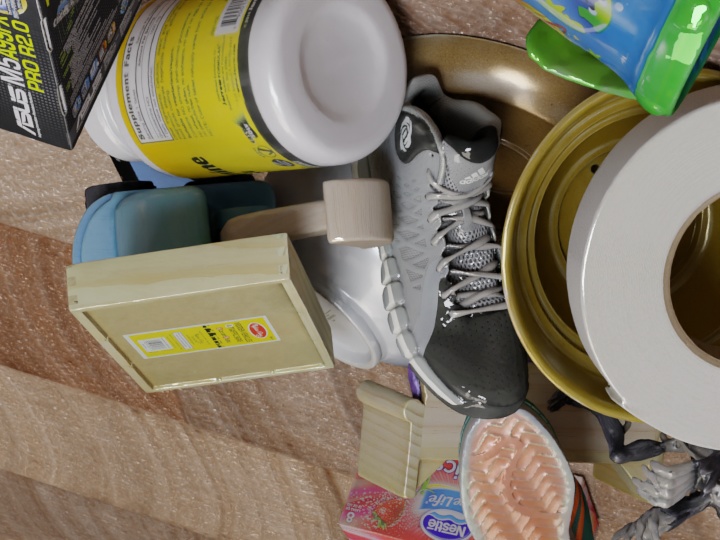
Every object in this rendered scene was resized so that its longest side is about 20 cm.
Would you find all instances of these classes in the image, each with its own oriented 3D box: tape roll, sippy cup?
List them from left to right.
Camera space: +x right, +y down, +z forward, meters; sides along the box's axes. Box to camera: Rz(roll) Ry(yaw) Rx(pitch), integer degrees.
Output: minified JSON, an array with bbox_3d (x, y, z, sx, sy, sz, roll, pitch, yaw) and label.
[{"bbox_3d":[0.119,-0.160,0.928,0.130,0.140,0.179,29,113,9],"label":"sippy cup"},{"bbox_3d":[0.211,-0.001,1.095,0.202,0.204,0.037,28,-171,-15],"label":"tape roll"}]

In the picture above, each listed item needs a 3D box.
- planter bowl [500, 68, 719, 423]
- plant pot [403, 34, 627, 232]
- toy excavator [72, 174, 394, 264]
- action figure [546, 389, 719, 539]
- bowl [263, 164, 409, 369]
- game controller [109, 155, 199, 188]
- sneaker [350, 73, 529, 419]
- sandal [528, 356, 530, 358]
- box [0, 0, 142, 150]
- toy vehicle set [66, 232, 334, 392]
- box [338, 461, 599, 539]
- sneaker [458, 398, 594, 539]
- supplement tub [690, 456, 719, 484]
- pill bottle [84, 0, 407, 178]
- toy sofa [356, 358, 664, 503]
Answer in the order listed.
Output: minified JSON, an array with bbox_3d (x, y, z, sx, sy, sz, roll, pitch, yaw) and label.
[{"bbox_3d":[0.165,-0.021,1.150,0.200,0.201,0.083,30,-175,-17],"label":"planter bowl"},{"bbox_3d":[0.084,-0.074,1.239,0.199,0.028,0.200,17,154,9],"label":"plant pot"},{"bbox_3d":[-0.080,-0.015,1.206,0.193,0.101,0.200,-5,177,-3],"label":"toy excavator"},{"bbox_3d":[0.190,0.122,1.183,0.200,0.102,0.119,42,150,25],"label":"action figure"},{"bbox_3d":[0.000,0.000,1.312,0.200,0.091,0.201,35,160,15],"label":"bowl"},{"bbox_3d":[-0.125,-0.051,1.437,0.104,0.042,0.200,13,153,18],"label":"game controller"},{"bbox_3d":[0.055,-0.022,1.141,0.075,0.201,0.116,-12,157,-26],"label":"sneaker"},{"bbox_3d":[0.120,0.038,1.364,0.057,0.080,0.200,-16,176,-43],"label":"sandal"},{"bbox_3d":[-0.130,-0.183,0.982,0.044,0.201,0.160,18,156,8],"label":"box"},{"bbox_3d":[-0.088,0.029,1.176,0.123,0.027,0.200,-8,163,4],"label":"toy vehicle set"},{"bbox_3d":[0.095,0.219,1.740,0.199,0.095,0.103,11,154,21],"label":"box"},{"bbox_3d":[0.102,0.142,1.237,0.071,0.080,0.201,-17,125,5],"label":"sneaker"},{"bbox_3d":[0.263,0.078,1.286,0.122,0.123,0.200,11,154,22],"label":"supplement tub"},{"bbox_3d":[-0.077,-0.112,1.183,0.199,0.113,0.112,-2,147,47],"label":"pill bottle"},{"bbox_3d":[0.102,0.097,1.324,0.198,0.098,0.083,3,-175,-22],"label":"toy sofa"}]
